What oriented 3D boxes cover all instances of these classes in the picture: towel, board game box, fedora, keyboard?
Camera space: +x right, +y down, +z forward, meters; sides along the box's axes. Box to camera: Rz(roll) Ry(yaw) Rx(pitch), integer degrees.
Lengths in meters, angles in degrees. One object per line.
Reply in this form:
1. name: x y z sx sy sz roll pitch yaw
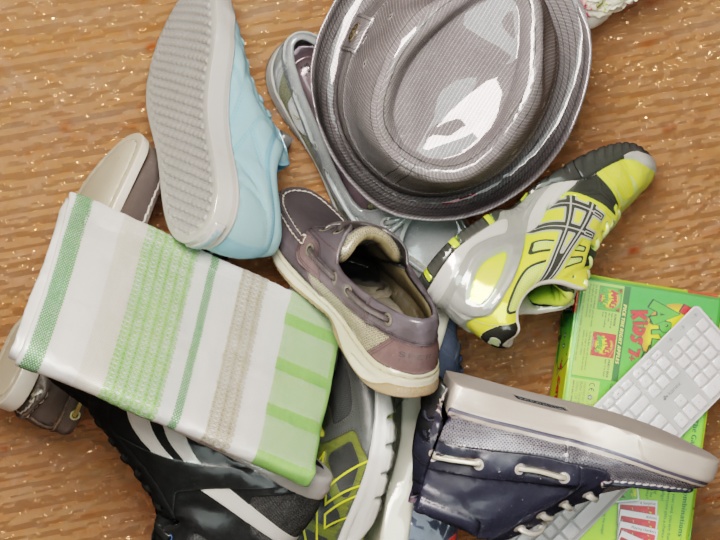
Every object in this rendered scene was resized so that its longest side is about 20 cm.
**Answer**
1. towel: -0.111 0.045 1.463 0.199 0.031 0.150 26 43 -13
2. board game box: 0.176 0.109 1.584 0.101 0.048 0.201 9 87 -6
3. fedora: 0.063 -0.128 1.497 0.177 0.090 0.200 38 87 -7
4. keyboard: 0.169 0.112 1.553 0.200 0.011 0.056 -44 93 -6

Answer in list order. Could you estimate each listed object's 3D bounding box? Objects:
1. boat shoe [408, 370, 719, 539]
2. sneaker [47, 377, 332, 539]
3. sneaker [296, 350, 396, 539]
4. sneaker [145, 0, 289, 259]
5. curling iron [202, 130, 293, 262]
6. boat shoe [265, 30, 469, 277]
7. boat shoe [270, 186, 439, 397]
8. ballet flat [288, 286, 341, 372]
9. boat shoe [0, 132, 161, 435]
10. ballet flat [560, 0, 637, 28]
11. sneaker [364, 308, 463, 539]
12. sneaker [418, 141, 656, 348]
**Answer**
1. boat shoe: 0.124 0.132 1.512 0.199 0.075 0.093 16 97 -6
2. sneaker: -0.128 0.130 1.479 0.199 0.073 0.112 28 98 1
3. sneaker: -0.031 0.143 1.531 0.084 0.074 0.201 10 96 -10
4. sneaker: -0.088 -0.093 1.547 0.082 0.074 0.201 23 54 -41
5. curling iron: -0.095 -0.003 1.566 0.049 0.026 0.200 21 78 37
6. boat shoe: 0.009 -0.071 1.564 0.074 0.065 0.202 -33 92 -6
7. boat shoe: 0.000 0.000 1.505 0.072 0.200 0.065 2 124 -29
8. ballet flat: -0.055 0.078 1.551 0.072 0.072 0.200 37 83 -3
9. boat shoe: -0.173 0.009 1.541 0.059 0.072 0.201 30 77 -25
10. ballet flat: 0.111 -0.179 1.589 0.199 0.076 0.064 -8 119 -2
11. sneaker: 0.057 0.110 1.562 0.084 0.075 0.201 9 93 -13
12. sneaker: 0.126 -0.015 1.548 0.200 0.075 0.076 -34 78 -29
